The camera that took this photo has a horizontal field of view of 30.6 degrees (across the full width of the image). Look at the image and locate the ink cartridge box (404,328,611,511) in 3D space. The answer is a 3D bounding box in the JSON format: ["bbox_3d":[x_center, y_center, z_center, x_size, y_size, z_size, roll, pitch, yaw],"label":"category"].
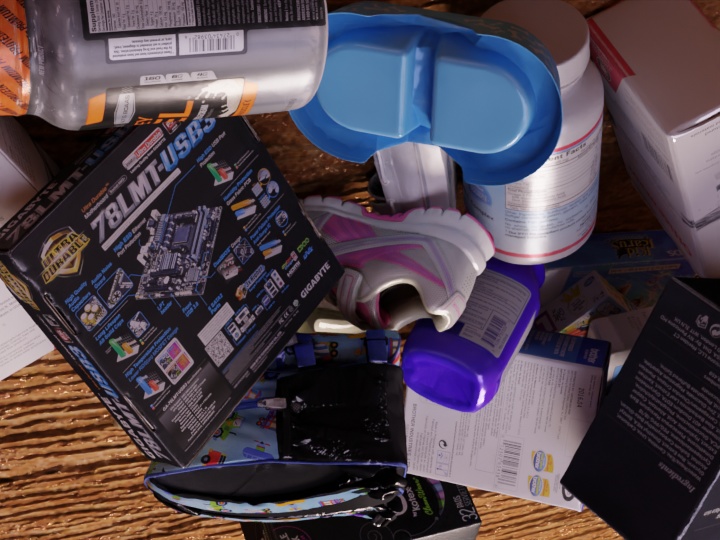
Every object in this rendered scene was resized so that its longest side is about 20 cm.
[{"bbox_3d":[0.140,0.123,1.144,0.199,0.076,0.137,11,110,15],"label":"ink cartridge box"}]

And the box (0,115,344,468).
[{"bbox_3d":[-0.125,-0.005,0.900,0.200,0.050,0.199,-51,122,-28],"label":"box"}]

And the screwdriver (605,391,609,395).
[{"bbox_3d":[0.284,0.097,1.177,0.199,0.028,0.029,-24,169,6],"label":"screwdriver"}]

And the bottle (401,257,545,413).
[{"bbox_3d":[0.105,0.027,1.088,0.083,0.200,0.066,20,136,14],"label":"bottle"}]

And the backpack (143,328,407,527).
[{"bbox_3d":[-0.065,0.125,1.018,0.198,0.136,0.183,-3,162,0],"label":"backpack"}]

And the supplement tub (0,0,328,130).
[{"bbox_3d":[-0.129,-0.152,0.809,0.199,0.123,0.123,-7,138,-19],"label":"supplement tub"}]

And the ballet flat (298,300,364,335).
[{"bbox_3d":[-0.051,0.041,1.111,0.199,0.072,0.072,4,133,-30],"label":"ballet flat"}]

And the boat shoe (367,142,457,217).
[{"bbox_3d":[0.039,-0.065,1.044,0.068,0.072,0.200,3,153,10],"label":"boat shoe"}]

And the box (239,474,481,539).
[{"bbox_3d":[-0.007,0.240,1.287,0.199,0.149,0.125,-9,140,-18],"label":"box"}]

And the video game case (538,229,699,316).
[{"bbox_3d":[0.223,0.042,1.270,0.199,0.046,0.182,-4,137,-24],"label":"video game case"}]

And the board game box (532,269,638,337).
[{"bbox_3d":[0.177,0.094,1.240,0.200,0.034,0.134,-39,139,17],"label":"board game box"}]

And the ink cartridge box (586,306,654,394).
[{"bbox_3d":[0.289,0.105,1.247,0.175,0.045,0.201,-13,140,-12],"label":"ink cartridge box"}]

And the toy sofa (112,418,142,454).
[{"bbox_3d":[-0.112,0.101,1.146,0.199,0.098,0.083,3,109,-30],"label":"toy sofa"}]

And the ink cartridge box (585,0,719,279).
[{"bbox_3d":[0.260,-0.107,1.041,0.084,0.146,0.200,-27,141,2],"label":"ink cartridge box"}]

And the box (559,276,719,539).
[{"bbox_3d":[0.294,0.118,1.073,0.196,0.117,0.201,2,118,-49],"label":"box"}]

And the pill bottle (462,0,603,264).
[{"bbox_3d":[0.130,-0.105,1.007,0.108,0.109,0.201,-18,140,-8],"label":"pill bottle"}]

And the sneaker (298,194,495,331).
[{"bbox_3d":[0.000,0.000,1.024,0.199,0.089,0.081,2,147,26],"label":"sneaker"}]

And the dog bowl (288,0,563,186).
[{"bbox_3d":[0.046,-0.127,0.908,0.199,0.050,0.112,12,125,15],"label":"dog bowl"}]

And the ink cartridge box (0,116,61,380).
[{"bbox_3d":[-0.269,-0.023,0.910,0.146,0.083,0.200,-29,141,3],"label":"ink cartridge box"}]
